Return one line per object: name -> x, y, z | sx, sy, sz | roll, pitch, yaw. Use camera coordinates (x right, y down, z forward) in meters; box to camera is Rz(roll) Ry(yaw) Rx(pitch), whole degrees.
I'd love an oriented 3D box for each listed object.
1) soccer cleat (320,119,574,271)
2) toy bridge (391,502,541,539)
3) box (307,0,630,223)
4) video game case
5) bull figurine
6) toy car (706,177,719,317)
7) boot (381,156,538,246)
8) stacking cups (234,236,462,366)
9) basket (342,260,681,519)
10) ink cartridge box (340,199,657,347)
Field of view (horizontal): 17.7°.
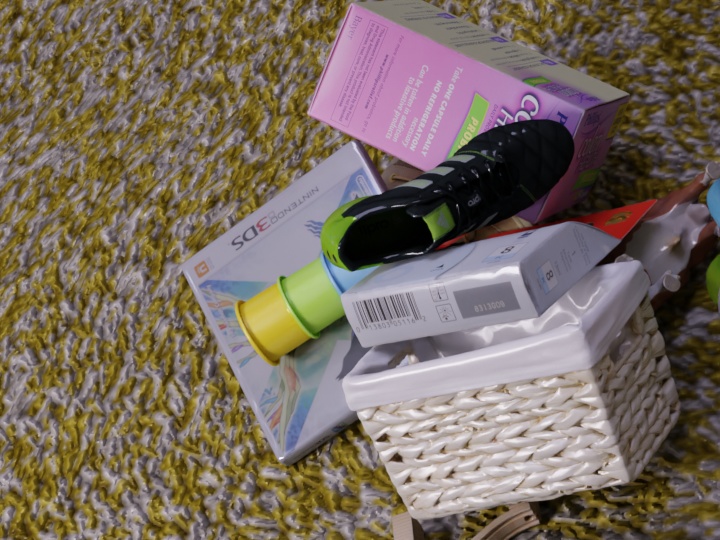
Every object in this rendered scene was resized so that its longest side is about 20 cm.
soccer cleat -> 0.067, -0.048, 1.665 | 0.199, 0.068, 0.081 | -25, 17, -1
toy bridge -> 0.036, 0.208, 1.681 | 0.199, 0.027, 0.067 | -21, 42, 14
box -> 0.088, -0.129, 1.805 | 0.199, 0.176, 0.097 | 25, 104, 13
video game case -> -0.031, 0.024, 1.838 | 0.182, 0.022, 0.200 | -35, 63, 12
bull figurine -> 0.208, 0.003, 1.717 | 0.200, 0.065, 0.121 | -49, 2, -27
toy car -> 0.329, -0.036, 1.605 | 0.199, 0.150, 0.175 | -12, 19, 24
boot -> 0.055, -0.014, 1.862 | 0.155, 0.073, 0.200 | -44, 48, -5
stacking cups -> 0.000, 0.000, 1.783 | 0.200, 0.061, 0.061 | -31, 39, 14
basket -> 0.113, 0.087, 1.632 | 0.199, 0.124, 0.136 | -14, 15, 31
ink cartridge box -> 0.103, -0.015, 1.676 | 0.160, 0.047, 0.200 | -12, 18, 38
